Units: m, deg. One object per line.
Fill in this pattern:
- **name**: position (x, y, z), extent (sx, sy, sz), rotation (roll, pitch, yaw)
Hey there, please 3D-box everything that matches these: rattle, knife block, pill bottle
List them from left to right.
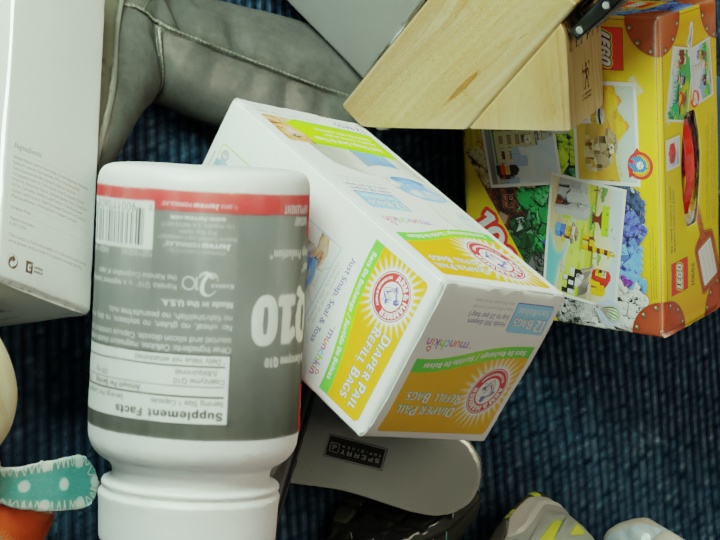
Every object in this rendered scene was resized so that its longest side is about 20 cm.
- **rattle**: position (-0.213, 0.104, 1.006), extent (0.130, 0.143, 0.200), rotation (-34, 116, -5)
- **pill bottle**: position (-0.087, 0.045, 1.071), extent (0.114, 0.114, 0.201), rotation (-1, 95, -37)
- **knife block**: position (0.085, -0.173, 1.185), extent (0.064, 0.199, 0.176), rotation (-35, 124, -59)

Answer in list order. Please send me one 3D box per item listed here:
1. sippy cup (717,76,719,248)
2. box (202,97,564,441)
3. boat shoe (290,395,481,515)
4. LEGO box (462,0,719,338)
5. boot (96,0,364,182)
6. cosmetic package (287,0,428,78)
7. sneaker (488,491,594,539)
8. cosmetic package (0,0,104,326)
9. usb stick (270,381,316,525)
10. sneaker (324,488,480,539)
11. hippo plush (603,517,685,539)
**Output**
- **sippy cup**: position (0.188, -0.082, 1.372), extent (0.177, 0.130, 0.140), rotation (12, 70, -34)
- **box**: position (0.000, 0.000, 1.147), extent (0.112, 0.200, 0.102), rotation (8, 117, -47)
- **boat shoe**: position (-0.026, 0.094, 1.205), extent (0.199, 0.064, 0.071), rotation (22, 96, -10)
- **LEGO box**: position (0.146, -0.071, 1.281), extent (0.077, 0.149, 0.201), rotation (-23, 114, -49)
- **boot**: position (-0.090, -0.097, 1.213), extent (0.200, 0.072, 0.182), rotation (27, 63, -36)
- **cosmetic package**: position (-0.023, -0.230, 1.237), extent (0.200, 0.107, 0.090), rotation (45, 53, 0)
- **sneaker**: position (0.087, 0.218, 1.236), extent (0.076, 0.076, 0.200), rotation (32, 54, 18)
- **cosmetic package**: position (-0.204, -0.076, 1.077), extent (0.085, 0.107, 0.201), rotation (27, 61, -56)
- **usb stick**: position (-0.073, 0.138, 1.141), extent (0.055, 0.033, 0.201), rotation (17, 85, -3)
- **sneaker**: position (0.005, 0.189, 1.214), extent (0.200, 0.075, 0.080), rotation (-34, 126, -42)
- **hippo plush**: position (0.217, 0.274, 1.311), extent (0.200, 0.159, 0.161), rotation (32, 88, 6)
